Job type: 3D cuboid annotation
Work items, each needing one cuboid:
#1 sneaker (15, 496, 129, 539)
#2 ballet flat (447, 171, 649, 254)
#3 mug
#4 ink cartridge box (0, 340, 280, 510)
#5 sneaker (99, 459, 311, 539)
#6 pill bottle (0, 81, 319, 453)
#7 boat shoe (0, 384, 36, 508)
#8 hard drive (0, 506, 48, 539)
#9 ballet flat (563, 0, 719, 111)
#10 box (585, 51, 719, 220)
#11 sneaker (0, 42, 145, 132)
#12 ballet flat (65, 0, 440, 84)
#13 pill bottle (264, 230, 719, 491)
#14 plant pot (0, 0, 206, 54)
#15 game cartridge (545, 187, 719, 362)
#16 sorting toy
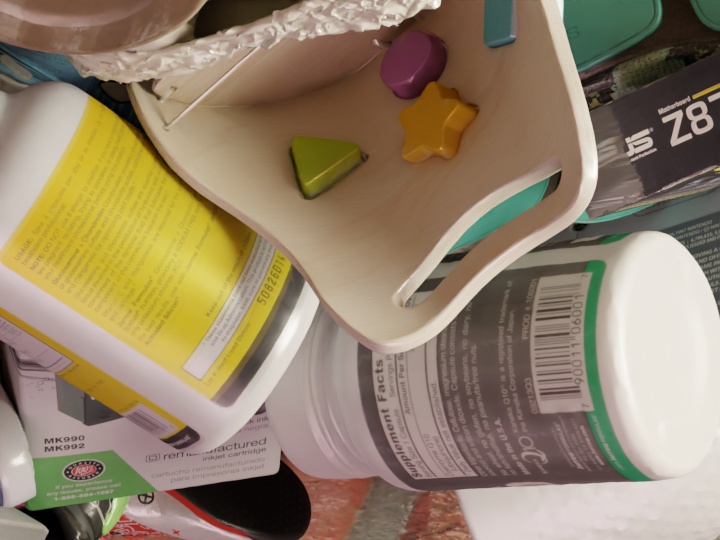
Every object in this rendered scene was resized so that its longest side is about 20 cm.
[{"bbox_3d":[-0.231,0.120,1.160,0.199,0.084,0.077,5,138,11],"label":"sneaker"},{"bbox_3d":[0.078,-0.057,0.997,0.199,0.070,0.068,-14,138,-39],"label":"ballet flat"},{"bbox_3d":[0.157,0.091,1.167,0.175,0.148,0.200,-18,170,16],"label":"mug"},{"bbox_3d":[-0.114,0.025,1.078,0.145,0.084,0.201,-8,138,-13],"label":"ink cartridge box"},{"bbox_3d":[-0.138,0.142,1.311,0.200,0.067,0.108,18,143,-14],"label":"sneaker"},{"bbox_3d":[-0.124,-0.013,0.918,0.200,0.112,0.112,34,136,-16],"label":"pill bottle"},{"bbox_3d":[-0.240,0.065,1.103,0.062,0.200,0.072,-23,134,-28],"label":"boat shoe"},{"bbox_3d":[-0.272,0.094,1.079,0.199,0.026,0.132,28,178,19],"label":"hard drive"},{"bbox_3d":[0.151,-0.120,0.930,0.199,0.075,0.074,-15,141,27],"label":"ballet flat"},{"bbox_3d":[0.199,-0.078,0.896,0.161,0.049,0.200,-26,174,32],"label":"box"},{"bbox_3d":[-0.093,-0.096,0.961,0.199,0.079,0.090,24,136,-27],"label":"sneaker"},{"bbox_3d":[-0.056,-0.123,0.842,0.199,0.072,0.072,-10,143,30],"label":"ballet flat"},{"bbox_3d":[0.060,0.046,0.976,0.199,0.114,0.113,-6,146,34],"label":"pill bottle"},{"bbox_3d":[-0.103,-0.181,0.758,0.199,0.174,0.200,3,145,2],"label":"plant pot"},{"bbox_3d":[0.164,0.006,1.032,0.199,0.134,0.042,-19,132,33],"label":"game cartridge"},{"bbox_3d":[0.023,-0.064,0.870,0.200,0.180,0.107,-39,141,20],"label":"sorting toy"}]
